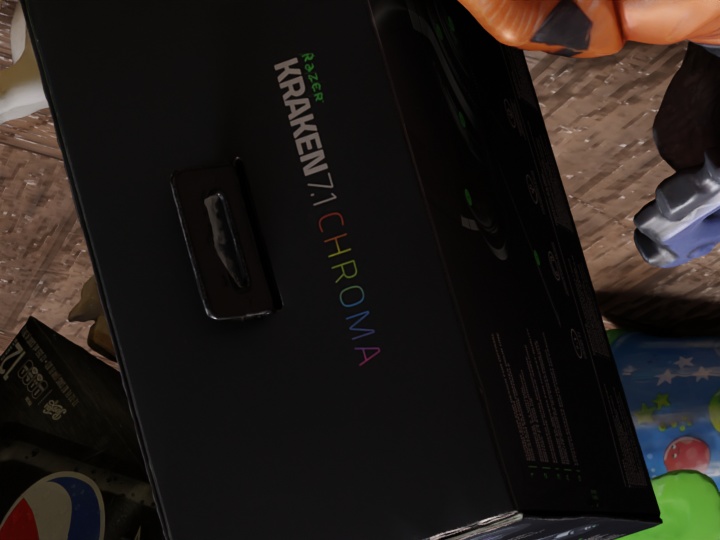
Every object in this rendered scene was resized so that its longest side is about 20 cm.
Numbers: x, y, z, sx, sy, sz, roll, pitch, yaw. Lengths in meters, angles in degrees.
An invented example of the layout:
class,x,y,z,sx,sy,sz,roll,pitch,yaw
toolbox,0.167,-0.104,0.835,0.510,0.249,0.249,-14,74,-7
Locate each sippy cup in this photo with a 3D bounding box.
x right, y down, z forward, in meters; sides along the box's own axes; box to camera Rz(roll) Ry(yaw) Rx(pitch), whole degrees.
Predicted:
class,x,y,z,sx,sy,sz,roll,pitch,yaw
sippy cup,0.163,0.084,1.095,0.130,0.178,0.140,-10,127,29

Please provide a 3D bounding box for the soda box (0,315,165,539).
class,x,y,z,sx,sy,sz,roll,pitch,yaw
soda box,-0.064,0.091,0.789,0.071,0.063,0.200,35,-175,-33

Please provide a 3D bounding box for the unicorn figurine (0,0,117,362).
class,x,y,z,sx,sy,sz,roll,pitch,yaw
unicorn figurine,-0.062,-0.040,0.867,0.074,0.138,0.200,9,152,49

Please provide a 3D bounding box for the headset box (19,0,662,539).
class,x,y,z,sx,sy,sz,roll,pitch,yaw
headset box,0.000,0.000,0.725,0.092,0.175,0.200,-19,170,14

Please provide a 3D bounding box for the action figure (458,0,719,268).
class,x,y,z,sx,sy,sz,roll,pitch,yaw
action figure,0.114,-0.090,0.646,0.200,0.105,0.193,-31,148,32
